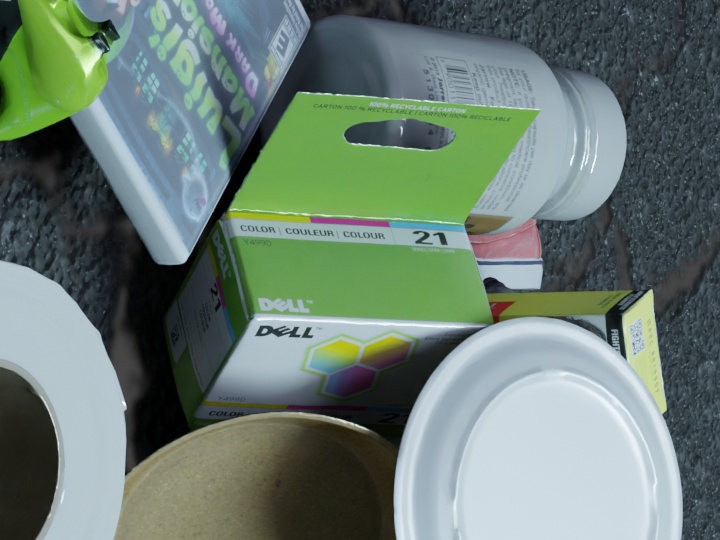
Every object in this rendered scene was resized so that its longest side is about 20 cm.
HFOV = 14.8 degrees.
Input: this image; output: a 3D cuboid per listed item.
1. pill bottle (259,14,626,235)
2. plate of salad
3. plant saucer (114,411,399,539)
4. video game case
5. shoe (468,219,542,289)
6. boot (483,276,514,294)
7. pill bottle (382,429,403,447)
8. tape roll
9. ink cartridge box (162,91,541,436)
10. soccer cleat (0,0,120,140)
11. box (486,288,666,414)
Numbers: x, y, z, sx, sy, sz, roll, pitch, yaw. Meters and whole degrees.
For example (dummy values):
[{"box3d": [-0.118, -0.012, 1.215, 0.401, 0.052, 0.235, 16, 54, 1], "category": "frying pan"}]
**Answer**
[{"box3d": [0.052, -0.078, 1.562, 0.200, 0.114, 0.115, 3, 88, -43], "category": "pill bottle"}, {"box3d": [0.091, 0.125, 1.473, 0.200, 0.048, 0.201, 5, 81, -37], "category": "plate of salad"}, {"box3d": [-0.056, 0.148, 1.473, 0.200, 0.200, 0.035, 59, 5, -35], "category": "plant saucer"}, {"box3d": [-0.100, -0.136, 1.394, 0.200, 0.023, 0.182, 62, 40, -39], "category": "video game case"}, {"box3d": [0.048, -0.034, 1.664, 0.200, 0.071, 0.091, 1, 89, -58], "category": "shoe"}, {"box3d": [0.106, 0.110, 1.648, 0.070, 0.131, 0.200, -31, 135, -45], "category": "boot"}, {"box3d": [0.014, 0.182, 1.587, 0.111, 0.111, 0.200, -44, 125, -43], "category": "pill bottle"}, {"box3d": [-0.202, 0.093, 1.330, 0.202, 0.071, 0.203, -1, 91, -53], "category": "tape roll"}, {"box3d": [0.000, 0.000, 1.453, 0.147, 0.200, 0.076, 3, 52, -25], "category": "ink cartridge box"}, {"box3d": [-0.188, -0.150, 1.245, 0.200, 0.081, 0.068, 58, 11, -6], "category": "soccer cleat"}, {"box3d": [0.071, 0.052, 1.582, 0.050, 0.200, 0.075, -29, 116, -58], "category": "box"}]
